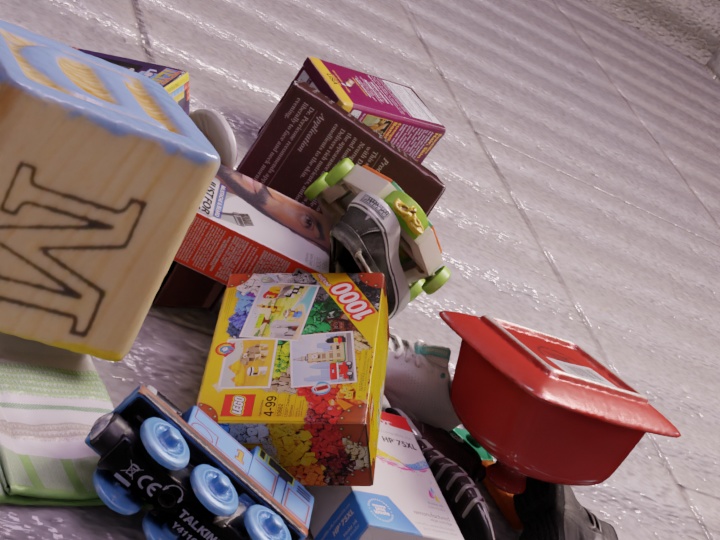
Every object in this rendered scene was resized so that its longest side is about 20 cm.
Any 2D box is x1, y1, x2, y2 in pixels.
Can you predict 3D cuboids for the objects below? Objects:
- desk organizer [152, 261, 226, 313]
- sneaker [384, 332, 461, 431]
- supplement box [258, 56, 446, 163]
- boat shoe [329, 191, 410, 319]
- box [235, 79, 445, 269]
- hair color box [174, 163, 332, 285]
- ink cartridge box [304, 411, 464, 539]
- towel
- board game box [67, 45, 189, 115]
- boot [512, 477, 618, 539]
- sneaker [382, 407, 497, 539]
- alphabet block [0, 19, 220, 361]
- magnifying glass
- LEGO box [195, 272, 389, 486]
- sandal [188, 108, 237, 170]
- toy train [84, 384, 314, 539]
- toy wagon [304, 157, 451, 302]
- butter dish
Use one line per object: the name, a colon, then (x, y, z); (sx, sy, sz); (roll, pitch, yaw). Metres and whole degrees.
desk organizer: (-0.206, -0.053, 1.436); (0.077, 0.072, 0.200); (4, 40, -46)
sneaker: (0.045, 0.090, 1.421); (0.200, 0.088, 0.076); (43, 34, -33)
supplement box: (-0.009, -0.181, 1.845); (0.199, 0.131, 0.103); (10, 35, -46)
boat shoe: (0.000, 0.000, 1.367); (0.071, 0.064, 0.200); (36, -21, 24)
box: (-0.034, -0.086, 1.561); (0.199, 0.166, 0.164); (35, 6, -5)
hair color box: (-0.128, -0.044, 1.363); (0.199, 0.064, 0.111); (27, 28, -15)
ink cartridge box: (0.001, 0.186, 1.291); (0.116, 0.067, 0.201); (18, 30, -36)
towel: (-0.255, 0.105, 1.141); (0.149, 0.031, 0.200); (9, 36, -44)
board game box: (-0.287, -0.156, 1.409); (0.164, 0.057, 0.200); (15, 31, 18)
boot: (0.210, 0.289, 1.391); (0.132, 0.070, 0.201); (43, 34, -20)
sneaker: (0.098, 0.211, 1.370); (0.115, 0.076, 0.200); (14, 32, -46)
alphabet block: (-0.263, -0.071, 1.191); (0.195, 0.201, 0.195); (19, 16, -32)
magnifying glass: (0.120, 0.189, 1.498); (0.079, 0.022, 0.201); (12, 37, -44)
LEGO box: (-0.056, 0.092, 1.251); (0.148, 0.078, 0.201); (-1, 38, 6)
sandal: (-0.157, -0.119, 1.479); (0.049, 0.202, 0.083); (-18, 86, -26)
toy train: (-0.126, 0.169, 1.114); (0.200, 0.087, 0.114); (42, 20, -13)
toy wagon: (0.026, -0.043, 1.387); (0.155, 0.040, 0.200); (47, -20, -6)
butter dish: (0.168, 0.147, 1.378); (0.199, 0.149, 0.199); (18, 12, -32)
